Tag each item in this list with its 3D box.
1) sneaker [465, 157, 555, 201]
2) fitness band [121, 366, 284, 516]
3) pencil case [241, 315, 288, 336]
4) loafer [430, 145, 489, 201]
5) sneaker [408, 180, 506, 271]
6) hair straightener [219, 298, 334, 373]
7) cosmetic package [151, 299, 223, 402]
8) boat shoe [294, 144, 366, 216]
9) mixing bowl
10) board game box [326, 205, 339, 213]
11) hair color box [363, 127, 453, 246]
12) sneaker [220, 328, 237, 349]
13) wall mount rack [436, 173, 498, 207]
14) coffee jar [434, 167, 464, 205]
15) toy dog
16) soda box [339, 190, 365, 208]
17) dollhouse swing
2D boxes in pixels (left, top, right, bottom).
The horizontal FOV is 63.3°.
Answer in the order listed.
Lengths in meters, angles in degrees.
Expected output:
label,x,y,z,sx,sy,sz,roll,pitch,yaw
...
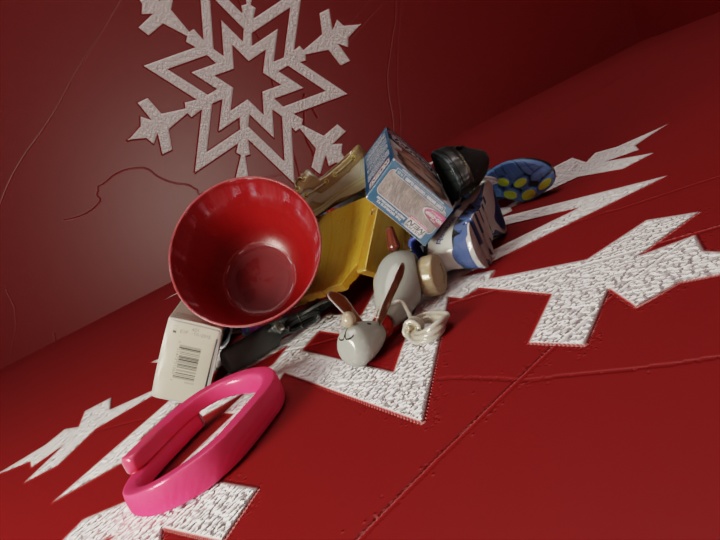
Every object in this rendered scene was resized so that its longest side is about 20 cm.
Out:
label,x,y,z,sx,sy,sz,roll,pitch,yaw
sneaker,0.252,-0.156,0.989,0.082,0.072,0.198,-35,12,-23
fitness band,-0.156,0.165,0.591,0.140,0.038,0.200,-18,15,27
pencil case,-0.176,0.000,0.924,0.082,0.207,0.093,-11,15,13
loafer,0.138,-0.142,0.787,0.071,0.075,0.200,-27,7,10
sneaker,0.126,-0.053,0.792,0.112,0.083,0.200,-16,16,30
hair straightener,-0.102,0.085,0.808,0.195,0.042,0.077,-24,1,-14
cosmetic package,-0.230,0.101,0.817,0.069,0.109,0.200,14,7,-11
boat shoe,-0.068,-0.123,0.893,0.196,0.068,0.074,-31,13,-7
mixing bowl,-0.143,-0.009,0.779,0.195,0.204,0.109,-27,-19,-8
board game box,-0.067,-0.101,1.146,0.151,0.041,0.198,-30,-1,-44
hair color box,0.058,-0.120,0.779,0.061,0.099,0.201,-49,16,19
sneaker,-0.227,0.077,1.035,0.197,0.072,0.108,-33,14,-23
wall mount rack,0.120,-0.120,0.949,0.193,0.078,0.173,4,1,24
coffee jar,0.144,-0.152,1.174,0.198,0.088,0.103,-35,15,-35
toy dog,0.028,0.016,0.664,0.128,0.099,0.200,-23,12,14
soda box,0.024,-0.097,1.021,0.066,0.066,0.199,-5,-2,16
dollhouse swing,0.000,0.000,0.886,0.196,0.175,0.187,-17,48,38
